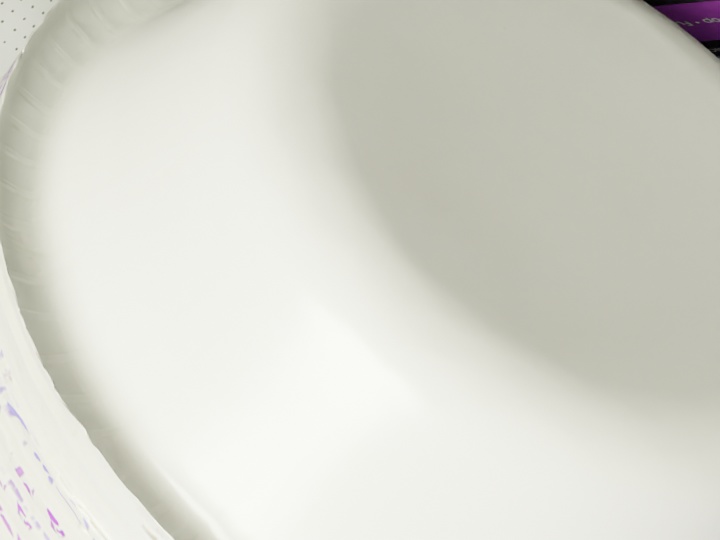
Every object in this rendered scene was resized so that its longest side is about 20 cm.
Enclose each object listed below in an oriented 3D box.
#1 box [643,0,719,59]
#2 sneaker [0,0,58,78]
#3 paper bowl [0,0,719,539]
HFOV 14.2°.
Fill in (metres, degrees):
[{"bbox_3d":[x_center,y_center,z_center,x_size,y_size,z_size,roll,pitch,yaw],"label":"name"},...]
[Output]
[{"bbox_3d":[0.100,-0.048,0.708,0.200,0.036,0.143,22,165,-41],"label":"box"},{"bbox_3d":[-0.097,-0.041,0.727,0.080,0.115,0.199,5,168,23],"label":"sneaker"},{"bbox_3d":[0.017,0.013,0.561,0.200,0.201,0.104,15,135,-22],"label":"paper bowl"}]
